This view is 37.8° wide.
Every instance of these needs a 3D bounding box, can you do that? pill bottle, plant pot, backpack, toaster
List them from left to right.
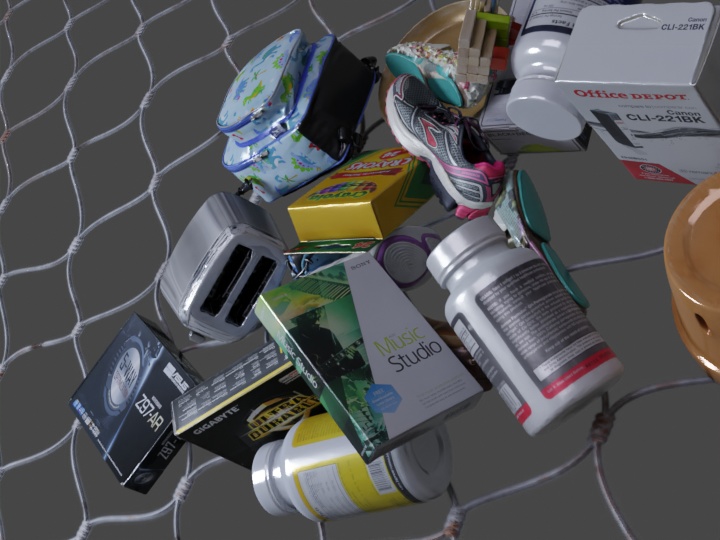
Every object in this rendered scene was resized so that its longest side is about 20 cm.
[{"bbox_3d":[-0.164,-0.006,1.317,0.200,0.113,0.129,-57,29,11],"label":"toaster"},{"bbox_3d":[-0.097,-0.201,1.361,0.200,0.147,0.184,-31,34,43],"label":"backpack"},{"bbox_3d":[-0.012,0.201,1.103,0.199,0.112,0.113,-18,55,30],"label":"pill bottle"},{"bbox_3d":[0.111,-0.248,1.320,0.199,0.027,0.201,-20,55,31],"label":"plant pot"},{"bbox_3d":[0.151,0.049,1.012,0.111,0.111,0.200,-39,72,14],"label":"pill bottle"},{"bbox_3d":[0.221,-0.241,1.090,0.111,0.111,0.201,8,70,41],"label":"pill bottle"},{"bbox_3d":[0.350,-0.001,0.907,0.199,0.140,0.201,-20,54,30],"label":"plant pot"}]

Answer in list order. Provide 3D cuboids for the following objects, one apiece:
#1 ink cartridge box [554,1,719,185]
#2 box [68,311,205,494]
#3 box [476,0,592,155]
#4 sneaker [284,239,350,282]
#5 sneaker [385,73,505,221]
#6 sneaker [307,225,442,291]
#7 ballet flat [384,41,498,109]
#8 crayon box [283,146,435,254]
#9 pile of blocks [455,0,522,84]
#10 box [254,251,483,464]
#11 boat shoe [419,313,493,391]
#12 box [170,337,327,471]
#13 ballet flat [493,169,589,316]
[{"bbox_3d":[0.297,-0.162,0.998,0.144,0.200,0.084,11,73,42],"label":"ink cartridge box"},{"bbox_3d":[-0.291,0.172,1.392,0.160,0.043,0.200,-53,45,2],"label":"box"},{"bbox_3d":[0.217,-0.234,1.203,0.116,0.060,0.201,1,66,39],"label":"box"},{"bbox_3d":[-0.066,0.013,1.268,0.078,0.090,0.201,-2,66,38],"label":"sneaker"},{"bbox_3d":[0.100,-0.152,1.183,0.200,0.080,0.075,57,141,27],"label":"sneaker"},{"bbox_3d":[0.000,0.000,1.199,0.199,0.075,0.100,-26,18,-18],"label":"sneaker"},{"bbox_3d":[0.100,-0.237,1.253,0.064,0.076,0.200,-34,33,-10],"label":"ballet flat"},{"bbox_3d":[0.007,-0.084,1.216,0.127,0.051,0.200,-2,28,38],"label":"crayon box"},{"bbox_3d":[0.148,-0.265,1.137,0.062,0.082,0.200,10,31,8],"label":"pile of blocks"},{"bbox_3d":[0.007,0.080,1.045,0.200,0.144,0.036,49,142,25],"label":"box"},{"bbox_3d":[0.062,0.086,1.140,0.200,0.070,0.071,11,113,48],"label":"boat shoe"},{"bbox_3d":[-0.081,0.144,1.157,0.200,0.160,0.050,-31,50,20],"label":"box"},{"bbox_3d":[0.175,-0.019,1.112,0.071,0.069,0.201,-34,53,23],"label":"ballet flat"}]
